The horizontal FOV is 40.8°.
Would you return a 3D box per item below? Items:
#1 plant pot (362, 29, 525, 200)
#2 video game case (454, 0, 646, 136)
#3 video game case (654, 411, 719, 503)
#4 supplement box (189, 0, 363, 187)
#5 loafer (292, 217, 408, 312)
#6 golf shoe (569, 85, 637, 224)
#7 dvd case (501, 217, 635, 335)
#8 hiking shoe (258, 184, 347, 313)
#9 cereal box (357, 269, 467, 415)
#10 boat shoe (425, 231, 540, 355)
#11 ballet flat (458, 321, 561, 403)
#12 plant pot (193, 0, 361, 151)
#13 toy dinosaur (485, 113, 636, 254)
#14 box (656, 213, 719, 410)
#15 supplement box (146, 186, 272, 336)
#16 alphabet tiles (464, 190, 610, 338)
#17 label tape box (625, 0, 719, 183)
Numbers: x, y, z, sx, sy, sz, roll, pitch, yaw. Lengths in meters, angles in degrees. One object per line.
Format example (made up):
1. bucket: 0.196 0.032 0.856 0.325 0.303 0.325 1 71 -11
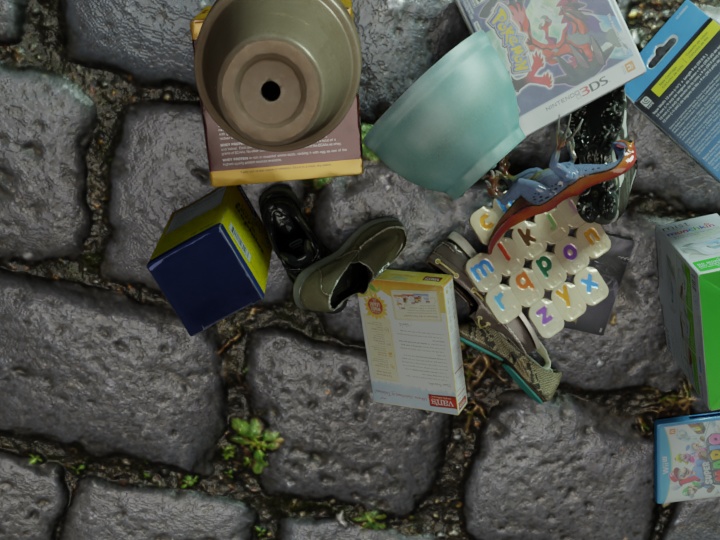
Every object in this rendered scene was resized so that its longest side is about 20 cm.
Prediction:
1. plant pot: 0.118 -0.174 1.189 0.200 0.200 0.135 -42 89 14
2. video game case: 0.241 -0.300 1.232 0.180 0.023 0.203 -27 96 9
3. video game case: 0.554 0.285 1.495 0.195 0.018 0.146 -7 112 2
4. supplement box: -0.099 -0.229 1.216 0.193 0.133 0.204 -5 112 1
5. loafer: 0.000 0.000 1.296 0.199 0.069 0.076 -37 134 -30
6. golf shoe: 0.328 -0.163 1.293 0.077 0.094 0.205 6 93 38
7. dvd case: 0.276 0.005 1.379 0.196 0.016 0.152 12 111 -5
8. hiking shoe: -0.081 -0.014 1.318 0.075 0.101 0.202 -29 109 10
9. cereal box: 0.072 0.100 1.367 0.141 0.039 0.204 6 116 30
10. boat shoe: 0.170 0.042 1.338 0.059 0.072 0.201 -38 91 -9
11. ballet flat: 0.217 0.113 1.403 0.199 0.068 0.076 37 85 -20
12. plant pot: -0.091 -0.215 1.057 0.195 0.175 0.204 -1 112 -3
13. toy dinosaur: 0.261 -0.116 1.247 0.178 0.105 0.204 11 118 25
14. box: 0.478 0.053 1.317 0.095 0.177 0.204 -12 111 4
15. supplement box: -0.189 -0.022 1.259 0.107 0.201 0.111 -26 110 10
16. alphabet tiles: 0.242 -0.019 1.315 0.198 0.015 0.197 -33 87 -11
17. label tape box: 0.451 -0.228 1.255 0.144 0.066 0.201 -49 66 17
